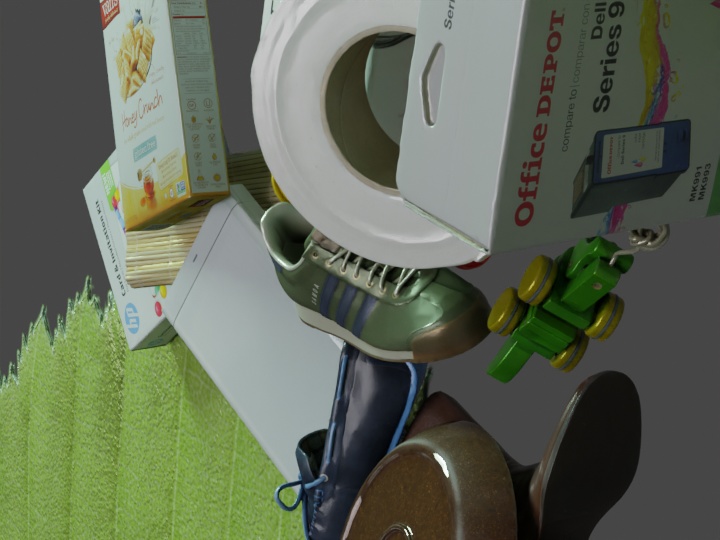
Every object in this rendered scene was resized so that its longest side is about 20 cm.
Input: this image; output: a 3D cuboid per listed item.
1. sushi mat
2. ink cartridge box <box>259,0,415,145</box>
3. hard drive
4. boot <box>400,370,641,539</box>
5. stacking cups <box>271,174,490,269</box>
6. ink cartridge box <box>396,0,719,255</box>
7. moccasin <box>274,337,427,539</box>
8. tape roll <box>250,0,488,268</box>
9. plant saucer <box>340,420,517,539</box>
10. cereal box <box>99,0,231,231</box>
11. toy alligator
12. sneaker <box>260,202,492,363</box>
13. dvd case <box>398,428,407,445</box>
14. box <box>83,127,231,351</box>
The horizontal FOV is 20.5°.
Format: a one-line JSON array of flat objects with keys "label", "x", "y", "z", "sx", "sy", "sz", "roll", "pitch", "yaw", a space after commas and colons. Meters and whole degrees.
[{"label": "sushi mat", "x": -0.121, "y": -0.039, "z": 1.550, "sx": 0.199, "sy": 0.012, "sz": 0.096, "roll": -6, "pitch": 88, "yaw": 46}, {"label": "ink cartridge box", "x": 0.008, "y": -0.195, "z": 1.318, "sx": 0.146, "sy": 0.084, "sz": 0.201, "roll": 37, "pitch": 126, "yaw": 48}, {"label": "hard drive", "x": -0.066, "y": 0.052, "z": 1.477, "sx": 0.200, "sy": 0.027, "sz": 0.132, "roll": 50, "pitch": 128, "yaw": 27}, {"label": "boot", "x": 0.091, "y": 0.114, "z": 1.288, "sx": 0.200, "sy": 0.064, "sz": 0.187, "roll": 42, "pitch": 121, "yaw": 56}, {"label": "stacking cups", "x": 0.013, "y": -0.045, "z": 1.364, "sx": 0.200, "sy": 0.060, "sz": 0.061, "roll": 28, "pitch": 120, "yaw": 52}, {"label": "ink cartridge box", "x": 0.127, "y": -0.100, "z": 1.047, "sx": 0.087, "sy": 0.199, "sz": 0.146, "roll": 34, "pitch": 124, "yaw": 49}, {"label": "moccasin", "x": -0.013, "y": 0.130, "z": 1.392, "sx": 0.081, "sy": 0.068, "sz": 0.201, "roll": -61, "pitch": -8, "yaw": -71}, {"label": "tape roll", "x": 0.037, "y": -0.105, "z": 1.218, "sx": 0.201, "sy": 0.071, "sz": 0.204, "roll": 8, "pitch": 112, "yaw": 21}, {"label": "plant saucer", "x": 0.031, "y": 0.190, "z": 1.264, "sx": 0.200, "sy": 0.034, "sz": 0.201, "roll": -41, "pitch": 41, "yaw": 50}, {"label": "cereal box", "x": -0.152, "y": -0.140, "z": 1.517, "sx": 0.144, "sy": 0.039, "sz": 0.201, "roll": -22, "pitch": 75, "yaw": 63}, {"label": "toy alligator", "x": 0.133, "y": 0.004, "z": 1.202, "sx": 0.200, "sy": 0.059, "sz": 0.054, "roll": -50, "pitch": 15, "yaw": 49}, {"label": "sneaker", "x": 0.000, "y": 0.000, "z": 1.310, "sx": 0.200, "sy": 0.067, "sz": 0.090, "roll": 13, "pitch": 139, "yaw": 54}, {"label": "dvd case", "x": 0.015, "y": 0.183, "z": 1.452, "sx": 0.200, "sy": 0.017, "sz": 0.143, "roll": 58, "pitch": 140, "yaw": 32}, {"label": "box", "x": -0.160, "y": -0.042, "z": 1.656, "sx": 0.200, "sy": 0.041, "sz": 0.157, "roll": -40, "pitch": 63, "yaw": 54}]
